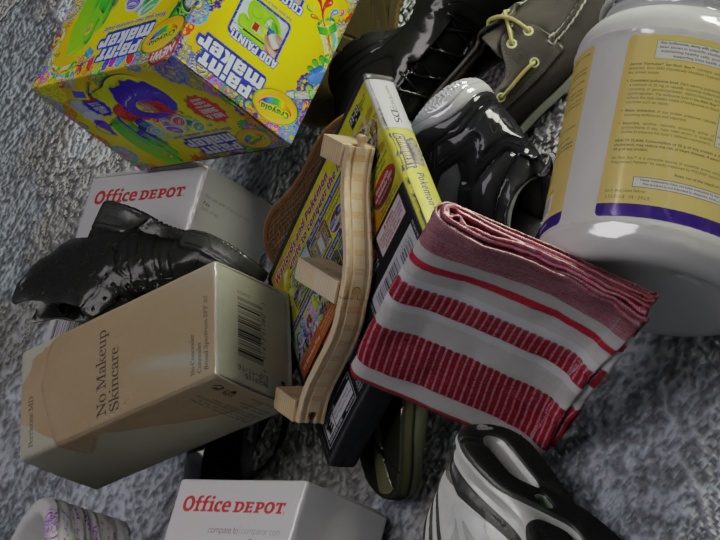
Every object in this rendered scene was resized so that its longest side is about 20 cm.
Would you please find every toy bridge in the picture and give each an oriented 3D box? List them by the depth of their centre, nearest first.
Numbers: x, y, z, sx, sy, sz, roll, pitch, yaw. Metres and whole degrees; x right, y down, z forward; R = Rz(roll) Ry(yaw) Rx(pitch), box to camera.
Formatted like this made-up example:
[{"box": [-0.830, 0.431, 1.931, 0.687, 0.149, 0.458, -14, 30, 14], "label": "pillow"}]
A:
[{"box": [-0.017, 0.007, 1.659, 0.067, 0.027, 0.200, 32, 114, 59], "label": "toy bridge"}]

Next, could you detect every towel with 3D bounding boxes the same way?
[{"box": [0.082, 0.043, 1.542, 0.200, 0.144, 0.023, 118, 175, -54], "label": "towel"}]

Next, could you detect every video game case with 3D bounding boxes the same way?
[{"box": [0.000, 0.000, 1.686, 0.200, 0.025, 0.181, -63, 33, 38], "label": "video game case"}]

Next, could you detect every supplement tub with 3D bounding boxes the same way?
[{"box": [0.195, -0.074, 1.542, 0.145, 0.145, 0.200, -9, 60, 46], "label": "supplement tub"}]

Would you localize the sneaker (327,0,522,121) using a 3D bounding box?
[{"box": [0.052, -0.157, 1.814, 0.200, 0.076, 0.091, -44, 29, 35], "label": "sneaker"}]

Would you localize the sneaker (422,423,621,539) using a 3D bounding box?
[{"box": [0.104, 0.200, 1.554, 0.201, 0.076, 0.115, 55, 132, 42], "label": "sneaker"}]

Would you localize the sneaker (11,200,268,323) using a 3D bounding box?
[{"box": [-0.164, 0.013, 1.843, 0.200, 0.060, 0.104, 20, 76, 38], "label": "sneaker"}]

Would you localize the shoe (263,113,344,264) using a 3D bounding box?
[{"box": [-0.007, -0.061, 1.796, 0.200, 0.053, 0.070, -43, 58, 53], "label": "shoe"}]

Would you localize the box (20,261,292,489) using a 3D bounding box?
[{"box": [-0.147, 0.077, 1.769, 0.200, 0.078, 0.095, -26, 55, 34], "label": "box"}]

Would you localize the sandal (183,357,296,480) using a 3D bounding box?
[{"box": [-0.073, 0.094, 1.811, 0.043, 0.076, 0.200, 20, 83, 26], "label": "sandal"}]

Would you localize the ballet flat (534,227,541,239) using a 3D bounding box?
[{"box": [0.149, -0.022, 1.651, 0.200, 0.066, 0.057, -63, -4, -4], "label": "ballet flat"}]

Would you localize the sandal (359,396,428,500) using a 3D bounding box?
[{"box": [0.041, 0.057, 1.688, 0.080, 0.057, 0.201, -141, 55, -59], "label": "sandal"}]

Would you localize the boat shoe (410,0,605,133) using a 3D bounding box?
[{"box": [0.107, -0.145, 1.758, 0.201, 0.061, 0.072, -54, 37, 10], "label": "boat shoe"}]

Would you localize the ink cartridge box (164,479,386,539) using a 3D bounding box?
[{"box": [-0.079, 0.246, 1.704, 0.146, 0.083, 0.200, -5, 64, 48], "label": "ink cartridge box"}]

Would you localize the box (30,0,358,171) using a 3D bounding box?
[{"box": [-0.113, -0.192, 1.871, 0.200, 0.122, 0.193, -6, 54, 52], "label": "box"}]

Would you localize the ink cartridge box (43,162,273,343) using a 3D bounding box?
[{"box": [-0.165, 0.028, 1.942, 0.146, 0.086, 0.200, -4, 63, 47], "label": "ink cartridge box"}]

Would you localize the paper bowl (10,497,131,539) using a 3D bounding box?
[{"box": [-0.212, 0.272, 1.796, 0.201, 0.104, 0.201, -56, 22, 38], "label": "paper bowl"}]

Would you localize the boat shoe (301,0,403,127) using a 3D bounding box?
[{"box": [-0.012, -0.200, 1.928, 0.063, 0.073, 0.201, -1, 64, 59], "label": "boat shoe"}]

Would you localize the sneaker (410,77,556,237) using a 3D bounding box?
[{"box": [0.068, -0.024, 1.711, 0.114, 0.075, 0.200, 41, 125, 26], "label": "sneaker"}]
